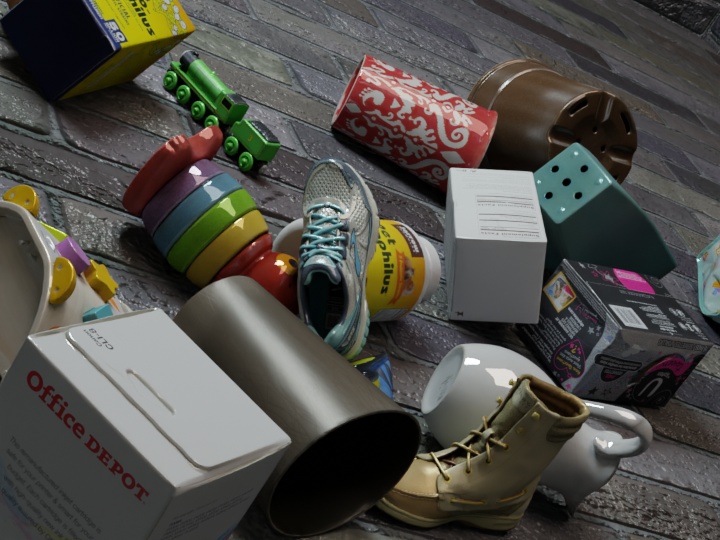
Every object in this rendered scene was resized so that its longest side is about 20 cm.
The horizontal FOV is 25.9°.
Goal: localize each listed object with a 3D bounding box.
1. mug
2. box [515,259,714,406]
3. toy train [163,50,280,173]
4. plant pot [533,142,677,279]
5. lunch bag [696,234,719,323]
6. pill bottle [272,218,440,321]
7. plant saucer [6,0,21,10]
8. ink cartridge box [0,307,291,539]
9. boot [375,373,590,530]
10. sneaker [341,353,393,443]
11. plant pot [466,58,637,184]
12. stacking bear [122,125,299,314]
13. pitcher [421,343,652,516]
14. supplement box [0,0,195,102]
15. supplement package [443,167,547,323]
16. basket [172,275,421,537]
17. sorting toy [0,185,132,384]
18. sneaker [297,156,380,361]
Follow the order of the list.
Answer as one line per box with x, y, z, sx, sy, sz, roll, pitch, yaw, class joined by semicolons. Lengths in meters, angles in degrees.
0.066;-0.200;2.155;0.198;0.135;0.177;26;-2;-9;mug
0.313;0.082;1.929;0.199;0.115;0.133;9;35;-43;box
-0.168;-0.194;1.888;0.200;0.057;0.042;47;26;26;toy train
0.297;-0.059;2.043;0.142;0.141;0.200;55;2;39;plant pot
0.609;0.043;2.393;0.169;0.122;0.201;31;31;-13;lunch bag
0.000;0.000;1.672;0.109;0.110;0.199;47;26;27;pill bottle
-0.321;-0.353;1.821;0.033;0.199;0.200;64;24;-5;plant saucer
-0.172;0.151;1.038;0.145;0.201;0.144;42;24;18;ink cartridge box
0.106;0.163;1.441;0.198;0.156;0.073;14;32;-35;boot
0.003;0.129;1.497;0.200;0.065;0.079;-77;150;-82;sneaker
0.272;-0.186;2.199;0.199;0.202;0.198;20;3;-30;plant pot
-0.133;-0.028;1.553;0.200;0.114;0.121;49;24;5;stacking bear
0.175;0.147;1.554;0.199;0.172;0.122;31;51;-12;pitcher
-0.293;-0.278;1.775;0.110;0.109;0.200;57;24;-2;supplement box
0.160;-0.032;1.903;0.108;0.115;0.201;3;28;0;supplement package
-0.071;0.109;1.349;0.179;0.137;0.200;4;34;-51;basket
-0.245;0.033;1.335;0.180;0.107;0.201;37;14;-50;sorting toy
-0.025;-0.013;1.522;0.077;0.203;0.086;-5;-6;14;sneaker
